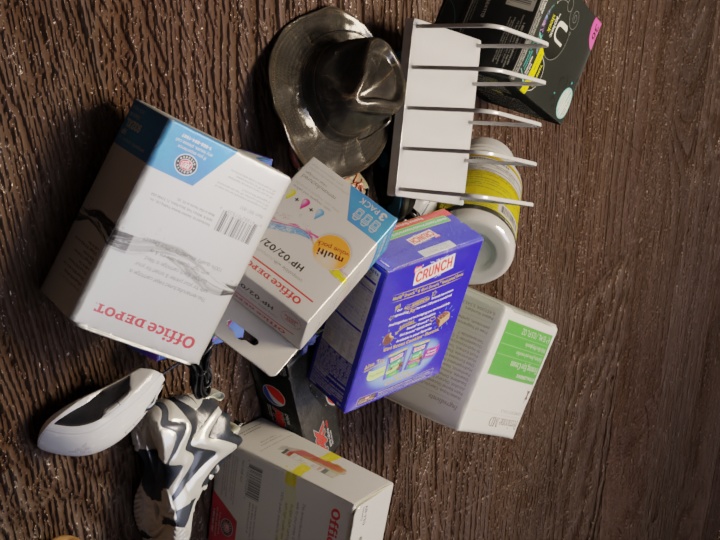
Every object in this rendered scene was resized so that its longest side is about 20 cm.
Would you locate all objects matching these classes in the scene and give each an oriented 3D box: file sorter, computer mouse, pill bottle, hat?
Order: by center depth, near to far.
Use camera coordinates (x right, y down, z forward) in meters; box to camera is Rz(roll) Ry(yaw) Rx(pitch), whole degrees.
[{"bbox_3d":[-0.223,0.134,1.255,0.200,0.044,0.110,-30,159,-28],"label":"computer mouse"},{"bbox_3d":[-0.004,-0.193,1.359,0.200,0.081,0.201,6,83,-50],"label":"hat"},{"bbox_3d":[0.129,-0.176,1.452,0.139,0.124,0.201,4,92,-52],"label":"file sorter"},{"bbox_3d":[0.150,-0.084,1.648,0.200,0.112,0.113,-75,164,-50],"label":"pill bottle"}]

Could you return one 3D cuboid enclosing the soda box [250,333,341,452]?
[{"bbox_3d":[-0.077,0.152,1.533,0.071,0.063,0.200,-45,143,-34],"label":"soda box"}]

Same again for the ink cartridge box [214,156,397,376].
[{"bbox_3d":[-0.068,-0.005,1.290,0.200,0.115,0.068,-50,171,-28],"label":"ink cartridge box"}]

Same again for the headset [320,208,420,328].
[{"bbox_3d":[0.000,0.000,1.530,0.200,0.094,0.124,-29,145,-6],"label":"headset"}]

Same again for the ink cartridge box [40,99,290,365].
[{"bbox_3d":[-0.179,-0.033,1.172,0.145,0.084,0.200,25,94,-40],"label":"ink cartridge box"}]

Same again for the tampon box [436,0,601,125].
[{"bbox_3d":[0.200,-0.296,1.630,0.200,0.126,0.150,20,92,-60],"label":"tampon box"}]

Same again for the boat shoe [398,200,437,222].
[{"bbox_3d":[0.067,-0.131,1.591,0.065,0.073,0.200,25,84,-44],"label":"boat shoe"}]

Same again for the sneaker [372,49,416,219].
[{"bbox_3d":[0.069,-0.159,1.520,0.082,0.073,0.201,1,101,-36],"label":"sneaker"}]

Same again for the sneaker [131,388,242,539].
[{"bbox_3d":[-0.179,0.216,1.391,0.129,0.079,0.200,-23,118,-40],"label":"sneaker"}]

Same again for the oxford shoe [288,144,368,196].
[{"bbox_3d":[-0.024,-0.114,1.434,0.070,0.075,0.200,-49,141,-26],"label":"oxford shoe"}]

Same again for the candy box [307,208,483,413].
[{"bbox_3d":[0.040,0.045,1.462,0.169,0.077,0.200,-17,135,-44],"label":"candy box"}]

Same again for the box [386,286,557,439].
[{"bbox_3d":[0.115,0.103,1.674,0.199,0.200,0.172,20,94,-61],"label":"box"}]

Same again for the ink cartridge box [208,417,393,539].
[{"bbox_3d":[-0.072,0.282,1.485,0.083,0.200,0.146,-20,125,-52],"label":"ink cartridge box"}]

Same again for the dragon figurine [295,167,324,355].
[{"bbox_3d":[-0.066,-0.004,1.413,0.059,0.099,0.200,23,89,-60],"label":"dragon figurine"}]

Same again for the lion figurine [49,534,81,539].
[{"bbox_3d":[-0.283,0.326,1.306,0.123,0.072,0.200,-57,144,-33],"label":"lion figurine"}]

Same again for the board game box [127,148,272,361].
[{"bbox_3d":[-0.163,-0.019,1.303,0.134,0.045,0.200,-13,120,-55],"label":"board game box"}]
